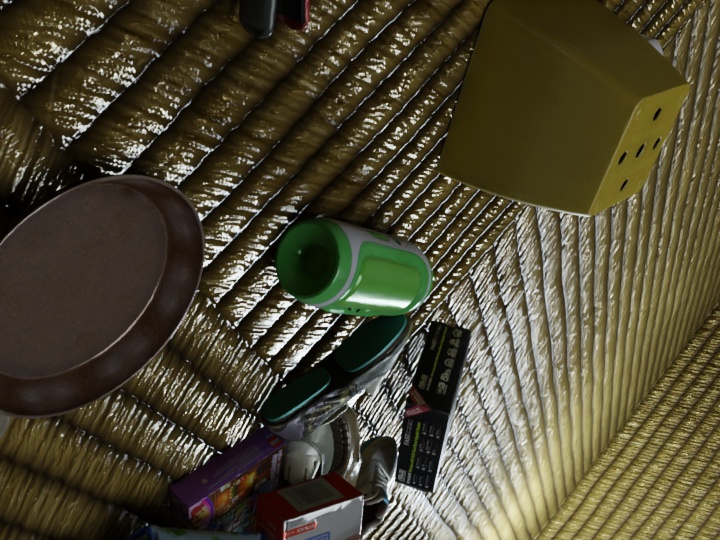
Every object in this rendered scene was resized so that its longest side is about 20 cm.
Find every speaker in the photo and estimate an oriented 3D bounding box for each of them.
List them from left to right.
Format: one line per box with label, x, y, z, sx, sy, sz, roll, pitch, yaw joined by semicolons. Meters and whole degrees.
speaker;0.000;0.000;0.832;0.089;0.088;0.200;-59;151;11

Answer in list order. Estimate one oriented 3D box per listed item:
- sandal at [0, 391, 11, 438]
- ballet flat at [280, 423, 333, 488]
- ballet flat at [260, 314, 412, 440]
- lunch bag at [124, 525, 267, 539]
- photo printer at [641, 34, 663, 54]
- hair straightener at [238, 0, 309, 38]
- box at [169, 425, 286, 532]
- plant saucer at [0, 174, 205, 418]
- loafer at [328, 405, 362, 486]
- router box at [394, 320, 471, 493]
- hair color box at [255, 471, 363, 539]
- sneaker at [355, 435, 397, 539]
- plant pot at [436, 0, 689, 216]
sandal;-0.301;0.096;0.513;0.080;0.054;0.200;-52;152;-4
ballet flat;-0.070;0.247;0.989;0.064;0.067;0.201;-74;171;-55
ballet flat;-0.018;0.123;0.926;0.200;0.072;0.072;-35;150;-4
lunch bag;-0.207;0.363;0.853;0.200;0.128;0.170;-38;141;24
photo printer;0.332;-0.213;1.114;0.166;0.069;0.201;-37;147;-29
hair straightener;-0.061;-0.243;0.517;0.077;0.041;0.201;-29;143;-38
box;-0.157;0.287;0.956;0.136;0.039;0.201;-28;143;-38
plant saucer;-0.201;0.015;0.594;0.200;0.034;0.201;-37;147;-29
loafer;-0.036;0.235;1.052;0.068;0.076;0.201;-53;156;-51
router box;0.101;0.193;1.157;0.201;0.062;0.150;94;14;-45
hair color box;-0.063;0.348;0.950;0.110;0.064;0.202;-8;111;-36
sneaker;0.017;0.311;1.143;0.075;0.086;0.200;53;45;-19
plant pot;0.233;-0.172;0.899;0.199;0.176;0.201;-23;139;-44
